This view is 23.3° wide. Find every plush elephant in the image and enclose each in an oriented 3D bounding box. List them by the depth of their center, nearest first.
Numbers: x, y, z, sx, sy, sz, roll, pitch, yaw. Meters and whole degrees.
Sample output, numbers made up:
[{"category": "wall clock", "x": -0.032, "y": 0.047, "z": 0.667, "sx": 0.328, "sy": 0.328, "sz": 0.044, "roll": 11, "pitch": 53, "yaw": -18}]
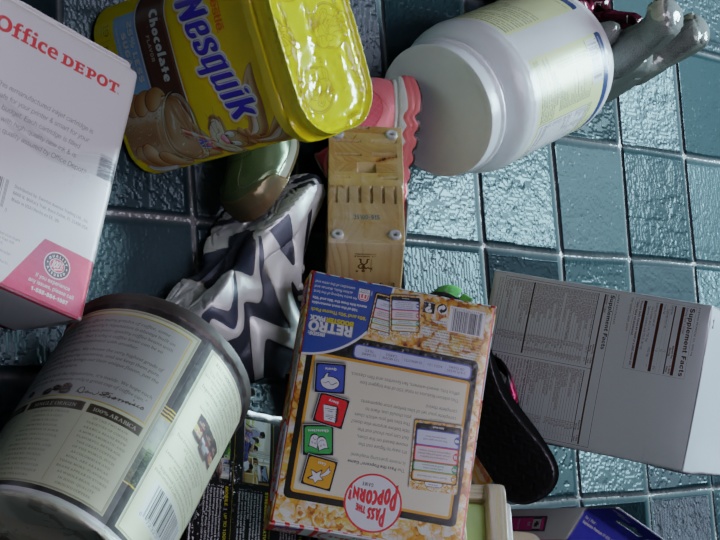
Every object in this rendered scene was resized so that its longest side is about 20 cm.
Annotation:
[{"category": "plush elephant", "x": 0.227, "y": -0.250, "z": 1.748, "sx": 0.165, "sy": 0.200, "sz": 0.155, "roll": -8, "pitch": 66, "yaw": -60}]

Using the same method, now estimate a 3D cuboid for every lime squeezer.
[{"category": "lime squeezer", "x": 0.103, "y": 0.045, "z": 1.611, "sx": 0.038, "sy": 0.071, "sz": 0.200, "roll": -67, "pitch": 153, "yaw": -15}]

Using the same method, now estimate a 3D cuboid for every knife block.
[{"category": "knife block", "x": 0.000, "y": 0.000, "z": 1.478, "sx": 0.176, "sy": 0.064, "sz": 0.200, "roll": 96, "pitch": -5, "yaw": -48}]

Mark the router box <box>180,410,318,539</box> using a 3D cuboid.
[{"category": "router box", "x": -0.099, "y": 0.210, "z": 1.370, "sx": 0.149, "sy": 0.051, "sz": 0.200, "roll": 18, "pitch": 70, "yaw": -46}]

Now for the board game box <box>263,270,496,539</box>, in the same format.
[{"category": "board game box", "x": 0.016, "y": 0.113, "z": 1.353, "sx": 0.151, "sy": 0.046, "sz": 0.200, "roll": 12, "pitch": 75, "yaw": -6}]

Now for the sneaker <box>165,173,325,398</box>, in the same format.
[{"category": "sneaker", "x": -0.070, "y": 0.021, "z": 1.424, "sx": 0.130, "sy": 0.079, "sz": 0.199, "roll": 62, "pitch": 38, "yaw": -29}]

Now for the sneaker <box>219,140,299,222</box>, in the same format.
[{"category": "sneaker", "x": -0.091, "y": -0.140, "z": 1.438, "sx": 0.090, "sy": 0.067, "sz": 0.200, "roll": 45, "pitch": 47, "yaw": -31}]

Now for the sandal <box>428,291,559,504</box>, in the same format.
[{"category": "sandal", "x": 0.105, "y": 0.110, "z": 1.511, "sx": 0.200, "sy": 0.075, "sz": 0.045, "roll": 59, "pitch": 22, "yaw": 6}]

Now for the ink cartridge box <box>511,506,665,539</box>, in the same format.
[{"category": "ink cartridge box", "x": 0.170, "y": 0.242, "z": 1.546, "sx": 0.095, "sy": 0.200, "sz": 0.037, "roll": 36, "pitch": 57, "yaw": -36}]

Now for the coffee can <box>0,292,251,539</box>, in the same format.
[{"category": "coffee can", "x": -0.178, "y": 0.134, "z": 1.204, "sx": 0.146, "sy": 0.146, "sz": 0.200, "roll": 55, "pitch": 37, "yaw": -25}]

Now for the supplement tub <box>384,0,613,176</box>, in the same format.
[{"category": "supplement tub", "x": 0.127, "y": -0.173, "z": 1.619, "sx": 0.200, "sy": 0.145, "sz": 0.145, "roll": -28, "pitch": 103, "yaw": -46}]

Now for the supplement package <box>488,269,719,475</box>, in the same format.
[{"category": "supplement package", "x": 0.229, "y": 0.095, "z": 1.582, "sx": 0.191, "sy": 0.200, "sz": 0.147, "roll": 18, "pitch": 83, "yaw": -65}]

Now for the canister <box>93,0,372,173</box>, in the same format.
[{"category": "canister", "x": -0.102, "y": -0.158, "z": 1.328, "sx": 0.087, "sy": 0.200, "sz": 0.149, "roll": -24, "pitch": 100, "yaw": -47}]

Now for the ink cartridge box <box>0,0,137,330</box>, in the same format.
[{"category": "ink cartridge box", "x": -0.253, "y": -0.076, "z": 1.235, "sx": 0.146, "sy": 0.083, "sz": 0.200, "roll": 28, "pitch": 63, "yaw": -41}]

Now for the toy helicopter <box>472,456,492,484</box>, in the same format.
[{"category": "toy helicopter", "x": 0.062, "y": 0.150, "z": 1.559, "sx": 0.200, "sy": 0.079, "sz": 0.132, "roll": 32, "pitch": 51, "yaw": -51}]

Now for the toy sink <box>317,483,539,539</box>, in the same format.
[{"category": "toy sink", "x": 0.065, "y": 0.248, "z": 1.408, "sx": 0.200, "sy": 0.112, "sz": 0.131, "roll": 5, "pitch": 58, "yaw": -8}]

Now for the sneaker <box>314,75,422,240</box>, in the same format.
[{"category": "sneaker", "x": -0.001, "y": -0.075, "z": 1.534, "sx": 0.087, "sy": 0.074, "sz": 0.200, "roll": 7, "pitch": 89, "yaw": -7}]
